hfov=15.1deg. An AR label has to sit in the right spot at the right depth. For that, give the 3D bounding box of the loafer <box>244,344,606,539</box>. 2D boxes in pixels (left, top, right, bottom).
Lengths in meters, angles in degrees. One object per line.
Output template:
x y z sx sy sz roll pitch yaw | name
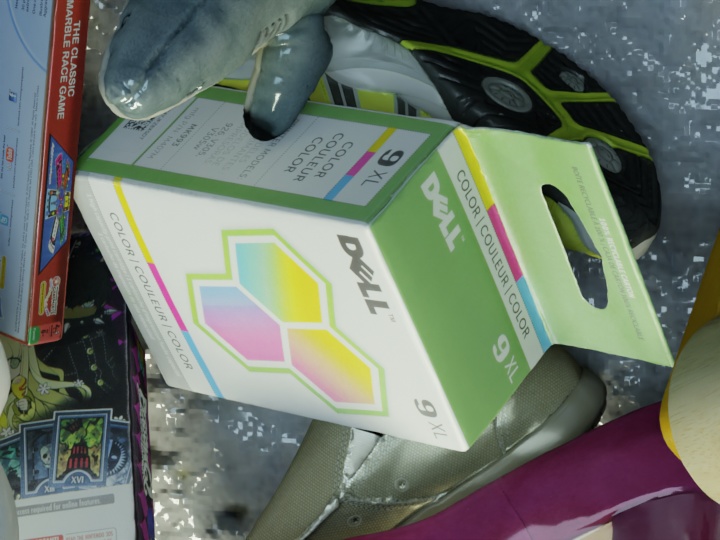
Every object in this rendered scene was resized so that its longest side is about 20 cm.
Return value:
-0.002 0.081 1.017 0.200 0.076 0.068 -36 92 9 | loafer

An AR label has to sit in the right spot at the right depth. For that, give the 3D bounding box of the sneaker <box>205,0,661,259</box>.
0.018 -0.055 0.984 0.199 0.075 0.077 32 120 12 | sneaker

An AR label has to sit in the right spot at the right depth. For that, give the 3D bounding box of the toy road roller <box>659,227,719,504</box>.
0.203 0.003 0.895 0.146 0.123 0.201 30 69 -15 | toy road roller

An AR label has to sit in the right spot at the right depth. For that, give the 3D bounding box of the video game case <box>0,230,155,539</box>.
-0.175 0.082 1.001 0.199 0.036 0.182 -9 60 5 | video game case

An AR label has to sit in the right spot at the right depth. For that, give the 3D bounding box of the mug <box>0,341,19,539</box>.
-0.197 0.067 0.906 0.200 0.175 0.148 41 155 32 | mug

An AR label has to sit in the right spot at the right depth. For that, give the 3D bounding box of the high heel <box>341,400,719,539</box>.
0.041 0.095 0.968 0.199 0.097 0.068 -4 138 16 | high heel

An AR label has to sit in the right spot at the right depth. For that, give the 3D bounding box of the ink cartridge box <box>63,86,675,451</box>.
0.000 0.000 0.937 0.199 0.059 0.104 11 138 39 | ink cartridge box

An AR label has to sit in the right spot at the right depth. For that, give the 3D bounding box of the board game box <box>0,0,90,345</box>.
-0.138 -0.084 0.965 0.103 0.019 0.201 19 110 37 | board game box

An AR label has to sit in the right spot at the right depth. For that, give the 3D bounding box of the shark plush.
-0.007 -0.120 0.885 0.200 0.083 0.091 -37 87 -1 | shark plush
